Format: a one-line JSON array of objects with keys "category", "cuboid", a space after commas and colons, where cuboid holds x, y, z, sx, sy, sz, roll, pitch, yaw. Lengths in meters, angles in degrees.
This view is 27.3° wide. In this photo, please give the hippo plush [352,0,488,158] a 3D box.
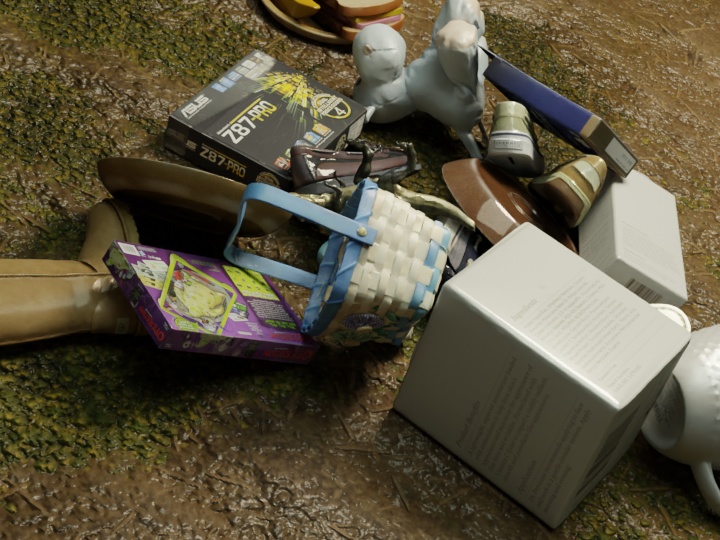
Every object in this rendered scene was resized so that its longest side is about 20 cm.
[{"category": "hippo plush", "cuboid": [0.071, -0.239, 1.797, 0.159, 0.202, 0.160, -2, 31, 10]}]

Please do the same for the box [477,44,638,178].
[{"category": "box", "cuboid": [0.217, -0.183, 1.694, 0.200, 0.033, 0.121, 40, 4, 36]}]

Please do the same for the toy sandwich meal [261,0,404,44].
[{"category": "toy sandwich meal", "cuboid": [-0.040, -0.367, 1.947, 0.203, 0.071, 0.206, 13, 38, -10]}]

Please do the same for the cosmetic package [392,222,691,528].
[{"category": "cosmetic package", "cuboid": [0.169, 0.095, 1.402, 0.199, 0.166, 0.165, 36, 40, 18]}]

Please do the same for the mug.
[{"category": "mug", "cuboid": [0.373, 0.150, 1.464, 0.174, 0.148, 0.202, -4, 74, -23]}]

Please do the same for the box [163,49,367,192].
[{"category": "box", "cuboid": [-0.104, -0.164, 1.688, 0.160, 0.049, 0.200, 28, 39, 13]}]

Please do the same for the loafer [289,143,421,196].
[{"category": "loafer", "cuboid": [-0.004, -0.120, 1.635, 0.199, 0.071, 0.064, -17, 88, -50]}]

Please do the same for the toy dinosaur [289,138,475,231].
[{"category": "toy dinosaur", "cuboid": [0.020, -0.089, 1.520, 0.198, 0.089, 0.047, 2, 7, 3]}]

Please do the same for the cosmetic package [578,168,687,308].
[{"category": "cosmetic package", "cuboid": [0.304, -0.029, 1.676, 0.101, 0.074, 0.201, 30, 34, -14]}]

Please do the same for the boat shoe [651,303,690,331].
[{"category": "boat shoe", "cuboid": [0.240, 0.071, 1.545, 0.198, 0.060, 0.072, 0, 59, 1]}]

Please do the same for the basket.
[{"category": "basket", "cuboid": [-0.026, -0.013, 1.385, 0.198, 0.176, 0.140, 23, 70, -3]}]

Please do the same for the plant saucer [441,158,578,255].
[{"category": "plant saucer", "cuboid": [0.172, -0.056, 1.624, 0.200, 0.035, 0.201, 39, 18, -15]}]

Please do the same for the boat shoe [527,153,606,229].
[{"category": "boat shoe", "cuboid": [0.243, -0.095, 1.666, 0.072, 0.076, 0.200, 46, -1, -4]}]

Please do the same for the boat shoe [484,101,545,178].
[{"category": "boat shoe", "cuboid": [0.180, -0.146, 1.703, 0.071, 0.063, 0.200, 6, -4, 6]}]

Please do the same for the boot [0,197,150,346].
[{"category": "boot", "cuboid": [-0.304, -0.002, 1.387, 0.198, 0.067, 0.176, -2, 43, -25]}]

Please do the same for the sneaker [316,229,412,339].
[{"category": "sneaker", "cuboid": [0.000, 0.000, 1.534, 0.081, 0.074, 0.201, -15, 46, -4]}]

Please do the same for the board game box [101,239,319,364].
[{"category": "board game box", "cuboid": [-0.138, 0.032, 1.391, 0.199, 0.032, 0.120, 12, 28, -50]}]

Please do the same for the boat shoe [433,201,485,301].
[{"category": "boat shoe", "cuboid": [0.108, -0.011, 1.596, 0.093, 0.074, 0.200, 49, 29, -6]}]

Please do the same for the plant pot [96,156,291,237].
[{"category": "plant pot", "cuboid": [-0.167, -0.068, 1.467, 0.198, 0.200, 0.028, 15, 80, -7]}]
